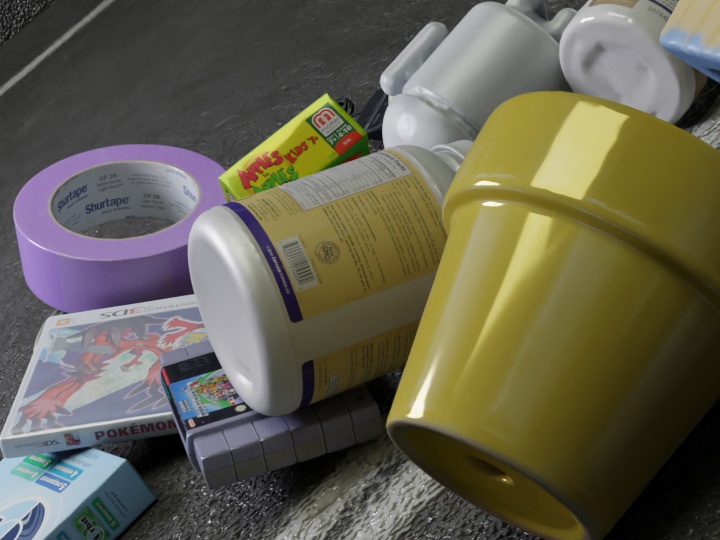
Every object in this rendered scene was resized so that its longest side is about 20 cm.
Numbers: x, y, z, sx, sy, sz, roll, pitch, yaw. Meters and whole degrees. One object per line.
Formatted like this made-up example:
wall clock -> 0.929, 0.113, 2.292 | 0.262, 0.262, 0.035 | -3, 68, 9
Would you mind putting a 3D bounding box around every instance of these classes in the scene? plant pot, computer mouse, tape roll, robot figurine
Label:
plant pot -> 0.113, 0.036, 0.897 | 0.201, 0.201, 0.189 | 5, 58, 56
computer mouse -> 0.006, -0.143, 1.592 | 0.059, 0.034, 0.200 | -60, 25, -15
tape roll -> -0.210, -0.038, 1.503 | 0.200, 0.066, 0.200 | -1, 33, 0
robot figurine -> 0.096, -0.131, 1.312 | 0.170, 0.113, 0.200 | 37, 79, 27

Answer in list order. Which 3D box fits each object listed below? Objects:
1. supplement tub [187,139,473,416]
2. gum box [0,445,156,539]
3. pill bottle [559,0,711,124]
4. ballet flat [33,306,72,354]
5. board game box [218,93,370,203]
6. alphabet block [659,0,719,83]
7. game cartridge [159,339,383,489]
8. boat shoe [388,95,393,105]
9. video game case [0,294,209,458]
supplement tub -> 0.000, 0.000, 1.110 | 0.200, 0.146, 0.145 | -20, 18, -19
gum box -> -0.270, 0.209, 1.233 | 0.200, 0.045, 0.170 | -44, 25, -23
pill bottle -> 0.248, -0.207, 1.280 | 0.111, 0.111, 0.200 | -4, 37, 50
ballet flat -> -0.240, 0.044, 1.508 | 0.064, 0.067, 0.200 | -32, 14, 42
board game box -> -0.039, -0.039, 1.247 | 0.102, 0.200, 0.048 | -40, 68, -13
alphabet block -> 0.319, -0.159, 0.904 | 0.200, 0.195, 0.196 | -63, 25, 5
game cartridge -> -0.071, 0.086, 1.179 | 0.129, 0.038, 0.200 | -12, 20, -11
boat shoe -> 0.115, -0.154, 1.420 | 0.200, 0.074, 0.066 | -11, 54, 29
video game case -> -0.180, 0.077, 1.324 | 0.182, 0.023, 0.200 | -9, 26, 5
